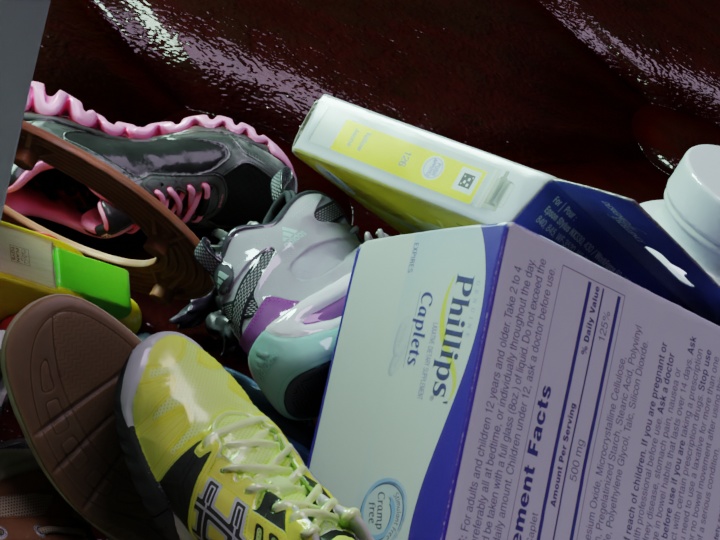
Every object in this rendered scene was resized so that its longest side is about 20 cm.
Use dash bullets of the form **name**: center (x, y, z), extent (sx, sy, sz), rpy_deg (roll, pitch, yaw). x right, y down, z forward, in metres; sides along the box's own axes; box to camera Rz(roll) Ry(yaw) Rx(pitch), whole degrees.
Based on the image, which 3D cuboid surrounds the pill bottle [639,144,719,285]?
- **pill bottle**: center (0.182, 0.030, 1.191), extent (0.111, 0.200, 0.111), rpy_deg (20, 31, -12)

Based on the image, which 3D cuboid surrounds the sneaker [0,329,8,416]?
- **sneaker**: center (-0.237, 0.071, 0.941), extent (0.085, 0.077, 0.200), rpy_deg (21, 21, 12)

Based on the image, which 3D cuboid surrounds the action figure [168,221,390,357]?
- **action figure**: center (-0.024, 0.023, 1.142), extent (0.200, 0.102, 0.119), rpy_deg (41, 44, 22)

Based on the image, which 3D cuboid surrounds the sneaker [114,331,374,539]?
- **sneaker**: center (-0.032, 0.106, 0.852), extent (0.075, 0.076, 0.200), rpy_deg (-20, 72, -45)

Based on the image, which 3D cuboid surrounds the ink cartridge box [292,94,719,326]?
- **ink cartridge box**: center (0.093, -0.010, 1.047), extent (0.200, 0.047, 0.198), rpy_deg (26, -7, 40)

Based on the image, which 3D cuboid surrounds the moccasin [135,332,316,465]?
- **moccasin**: center (-0.047, 0.085, 1.043), extent (0.200, 0.081, 0.068), rpy_deg (37, 34, 15)

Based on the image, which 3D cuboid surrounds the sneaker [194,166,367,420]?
- **sneaker**: center (0.000, 0.000, 1.055), extent (0.200, 0.078, 0.140), rpy_deg (0, 47, -49)

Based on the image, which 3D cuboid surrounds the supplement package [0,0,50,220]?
- **supplement package**: center (-0.242, -0.135, 0.896), extent (0.191, 0.147, 0.200), rpy_deg (10, 31, -17)

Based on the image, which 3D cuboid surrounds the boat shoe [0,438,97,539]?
- **boat shoe**: center (-0.186, 0.131, 0.871), extent (0.074, 0.076, 0.200), rpy_deg (44, 33, 18)

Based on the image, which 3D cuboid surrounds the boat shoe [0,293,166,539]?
- **boat shoe**: center (-0.104, 0.092, 0.930), extent (0.200, 0.071, 0.065), rpy_deg (58, -17, -24)

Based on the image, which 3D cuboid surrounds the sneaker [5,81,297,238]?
- **sneaker**: center (-0.133, -0.047, 1.200), extent (0.200, 0.079, 0.095), rpy_deg (8, 38, -15)

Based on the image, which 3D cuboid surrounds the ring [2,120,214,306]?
- **ring**: center (-0.168, -0.033, 1.072), extent (0.200, 0.200, 0.019), rpy_deg (27, 71, 0)

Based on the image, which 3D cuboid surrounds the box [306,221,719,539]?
- **box**: center (0.081, 0.096, 0.963), extent (0.200, 0.184, 0.105), rpy_deg (25, -19, -39)

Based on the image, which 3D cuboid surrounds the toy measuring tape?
- **toy measuring tape**: center (-0.203, 0.006, 1.039), extent (0.200, 0.074, 0.074), rpy_deg (19, 28, -35)
